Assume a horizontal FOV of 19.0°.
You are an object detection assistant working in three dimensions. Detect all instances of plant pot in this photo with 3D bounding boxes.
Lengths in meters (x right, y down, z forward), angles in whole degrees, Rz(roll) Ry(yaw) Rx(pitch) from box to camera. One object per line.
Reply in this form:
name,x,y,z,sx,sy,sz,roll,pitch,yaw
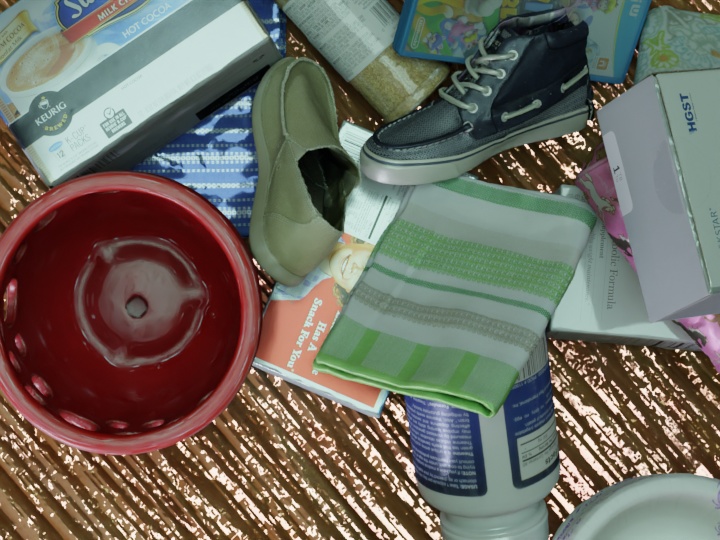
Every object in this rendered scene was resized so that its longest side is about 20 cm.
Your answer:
plant pot,-0.167,0.026,1.580,0.199,0.183,0.202,0,93,1

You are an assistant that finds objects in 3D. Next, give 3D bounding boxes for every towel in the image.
towel,0.305,-0.121,1.631,0.199,0.048,0.172,11,44,4
towel,0.069,0.010,1.529,0.148,0.031,0.200,12,49,24
towel,-0.129,-0.125,1.679,0.144,0.024,0.201,-1,86,0

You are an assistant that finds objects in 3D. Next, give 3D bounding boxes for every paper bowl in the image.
paper bowl,0.230,0.254,1.612,0.199,0.104,0.202,1,85,-7

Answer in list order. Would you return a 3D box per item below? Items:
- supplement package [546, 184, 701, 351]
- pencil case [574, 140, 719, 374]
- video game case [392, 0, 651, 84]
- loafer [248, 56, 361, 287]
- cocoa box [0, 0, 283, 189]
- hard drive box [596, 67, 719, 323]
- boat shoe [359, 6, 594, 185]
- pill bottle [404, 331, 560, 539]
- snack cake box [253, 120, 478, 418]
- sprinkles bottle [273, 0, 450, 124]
supplement package,0.241,0.002,1.634,0.199,0.110,0.114,4,86,-1
pencil case,0.240,-0.017,1.536,0.083,0.087,0.200,-37,92,-18
video game case,0.133,-0.219,1.625,0.199,0.018,0.144,4,116,-25
loafer,-0.035,-0.079,1.574,0.068,0.076,0.201,-23,49,30
cocoa box,-0.177,-0.162,1.608,0.200,0.133,0.132,-34,86,0
hard drive box,0.280,-0.058,1.473,0.199,0.077,0.157,-6,77,-28
boat shoe,0.086,-0.135,1.598,0.199,0.075,0.093,-21,128,-27
pill bottle,0.091,0.114,1.600,0.110,0.111,0.201,-9,110,-2
snack cake box,0.000,0.000,1.651,0.115,0.067,0.201,23,86,-1
sprinkles bottle,-0.020,-0.203,1.653,0.068,0.068,0.200,-44,95,-4
